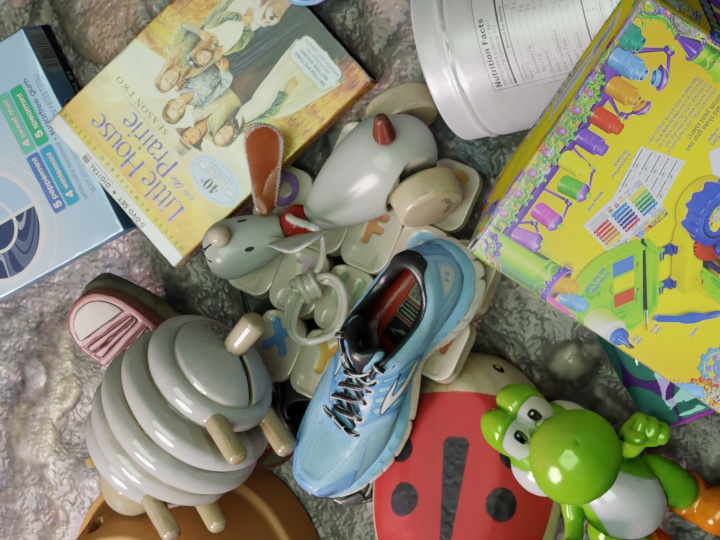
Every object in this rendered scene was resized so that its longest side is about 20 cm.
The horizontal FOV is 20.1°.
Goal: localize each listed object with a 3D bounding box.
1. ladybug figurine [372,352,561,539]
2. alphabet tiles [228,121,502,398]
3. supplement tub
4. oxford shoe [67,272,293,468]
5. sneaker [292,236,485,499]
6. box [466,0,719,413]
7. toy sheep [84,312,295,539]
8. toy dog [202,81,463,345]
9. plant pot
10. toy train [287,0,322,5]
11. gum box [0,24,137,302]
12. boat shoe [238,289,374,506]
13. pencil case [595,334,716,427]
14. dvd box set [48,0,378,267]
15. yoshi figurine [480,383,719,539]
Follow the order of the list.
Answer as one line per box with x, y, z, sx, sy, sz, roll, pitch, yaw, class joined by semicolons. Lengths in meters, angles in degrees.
0.071;0.150;1.413;0.135;0.072;0.201;-1;72;13;ladybug figurine
0.000;0.000;1.438;0.200;0.015;0.196;24;89;27;alphabet tiles
0.147;-0.169;1.332;0.199;0.132;0.132;-13;95;23;supplement tub
-0.124;0.068;1.511;0.200;0.075;0.070;41;112;-13;oxford shoe
0.002;0.062;1.367;0.078;0.090;0.200;32;102;26;sneaker
0.204;-0.057;1.228;0.192;0.122;0.200;33;120;-3;box
-0.120;0.101;1.412;0.138;0.138;0.200;46;118;7;toy sheep
-0.024;-0.056;1.398;0.200;0.096;0.132;-45;62;3;toy dog
-0.141;0.243;1.509;0.199;0.140;0.201;3;100;19;plant pot
-0.079;-0.262;1.411;0.199;0.087;0.115;15;64;7;toy train
-0.287;-0.067;1.557;0.200;0.045;0.170;-26;90;23;gum box
-0.035;0.077;1.479;0.072;0.068;0.201;-27;85;23;boat shoe
0.192;0.003;1.372;0.092;0.085;0.201;-26;89;-14;pencil case
-0.108;-0.122;1.466;0.200;0.029;0.146;-42;84;9;dvd box set
0.166;0.145;1.346;0.200;0.113;0.112;34;140;-30;yoshi figurine
